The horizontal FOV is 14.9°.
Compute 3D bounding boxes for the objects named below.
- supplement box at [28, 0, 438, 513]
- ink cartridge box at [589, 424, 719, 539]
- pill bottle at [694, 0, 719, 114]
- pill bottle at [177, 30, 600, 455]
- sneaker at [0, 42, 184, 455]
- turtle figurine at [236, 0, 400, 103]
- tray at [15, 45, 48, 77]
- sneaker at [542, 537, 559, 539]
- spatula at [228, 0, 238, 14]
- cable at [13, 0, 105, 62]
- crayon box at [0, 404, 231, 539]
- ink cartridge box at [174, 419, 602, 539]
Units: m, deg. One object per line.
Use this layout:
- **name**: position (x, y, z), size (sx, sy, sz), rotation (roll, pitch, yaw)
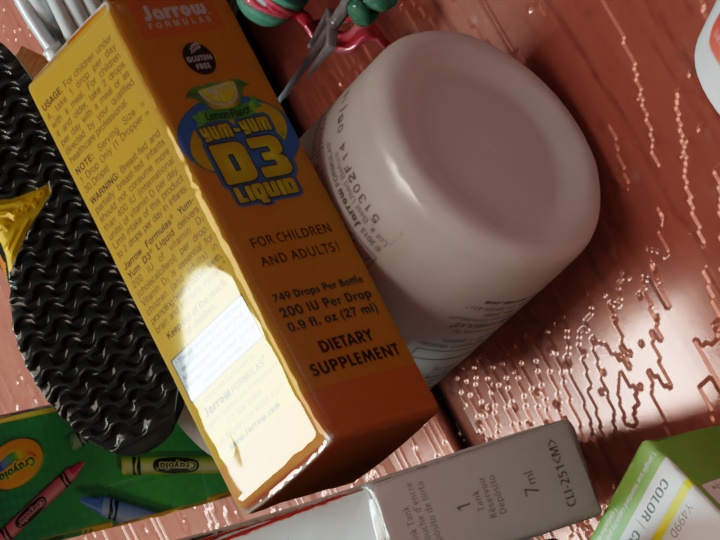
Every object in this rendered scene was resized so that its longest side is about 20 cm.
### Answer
- **supplement box**: position (-0.051, -0.011, 1.080), size (0.069, 0.066, 0.201), rotation (-44, 68, 41)
- **ink cartridge box**: position (0.165, 0.175, 1.038), size (0.200, 0.075, 0.148), rotation (47, 127, 33)
- **pill bottle**: position (0.202, -0.128, 0.924), size (0.111, 0.111, 0.201), rotation (48, 128, 31)
- **pill bottle**: position (0.000, 0.000, 1.159), size (0.200, 0.114, 0.115), rotation (-44, 65, 41)
- **sneaker**: position (-0.127, -0.011, 1.203), size (0.070, 0.090, 0.201), rotation (-31, 80, 4)
- **turtle figurine**: position (-0.019, -0.171, 1.165), size (0.149, 0.101, 0.201), rotation (33, 104, 19)
- **tray**: position (-0.188, -0.016, 1.320), size (0.037, 0.200, 0.099), rotation (24, 123, -6)
- **sneaker**: position (0.057, 0.184, 1.051), size (0.089, 0.074, 0.201), rotation (50, 145, 30)
- **spatula**: position (-0.058, -0.141, 1.266), size (0.056, 0.020, 0.201), rotation (-168, 77, -66)
- **cable**: position (-0.138, -0.165, 1.243), size (0.201, 0.069, 0.200), rotation (65, 177, -20)
- **crayon box**: position (-0.131, 0.088, 1.250), size (0.118, 0.199, 0.059), rotation (-14, 88, 47)
- **ink cartridge box**: position (-0.020, 0.114, 1.110), size (0.044, 0.173, 0.200), rotation (71, 159, 5)
